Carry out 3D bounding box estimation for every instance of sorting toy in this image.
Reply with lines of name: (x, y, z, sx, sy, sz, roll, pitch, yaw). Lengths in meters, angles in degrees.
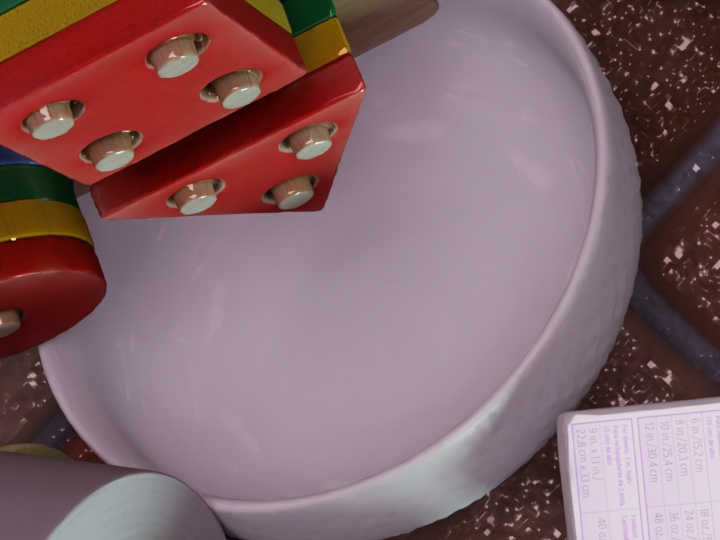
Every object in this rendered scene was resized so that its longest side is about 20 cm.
sorting toy: (-0.088, -0.042, 0.708, 0.200, 0.199, 0.070, -26, 72, 13)

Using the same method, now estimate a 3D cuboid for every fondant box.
fondant box: (0.163, 0.064, 0.756, 0.200, 0.144, 0.058, -7, 82, 8)

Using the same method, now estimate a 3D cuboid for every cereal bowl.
cereal bowl: (0.000, 0.000, 0.801, 0.200, 0.083, 0.200, -13, 56, 21)

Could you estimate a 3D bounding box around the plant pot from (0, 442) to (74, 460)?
plant pot: (-0.196, 0.141, 0.790, 0.184, 0.200, 0.201, 7, 85, 20)

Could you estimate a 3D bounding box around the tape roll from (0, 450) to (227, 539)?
tape roll: (-0.098, 0.150, 0.695, 0.066, 0.200, 0.200, 5, 84, 20)
